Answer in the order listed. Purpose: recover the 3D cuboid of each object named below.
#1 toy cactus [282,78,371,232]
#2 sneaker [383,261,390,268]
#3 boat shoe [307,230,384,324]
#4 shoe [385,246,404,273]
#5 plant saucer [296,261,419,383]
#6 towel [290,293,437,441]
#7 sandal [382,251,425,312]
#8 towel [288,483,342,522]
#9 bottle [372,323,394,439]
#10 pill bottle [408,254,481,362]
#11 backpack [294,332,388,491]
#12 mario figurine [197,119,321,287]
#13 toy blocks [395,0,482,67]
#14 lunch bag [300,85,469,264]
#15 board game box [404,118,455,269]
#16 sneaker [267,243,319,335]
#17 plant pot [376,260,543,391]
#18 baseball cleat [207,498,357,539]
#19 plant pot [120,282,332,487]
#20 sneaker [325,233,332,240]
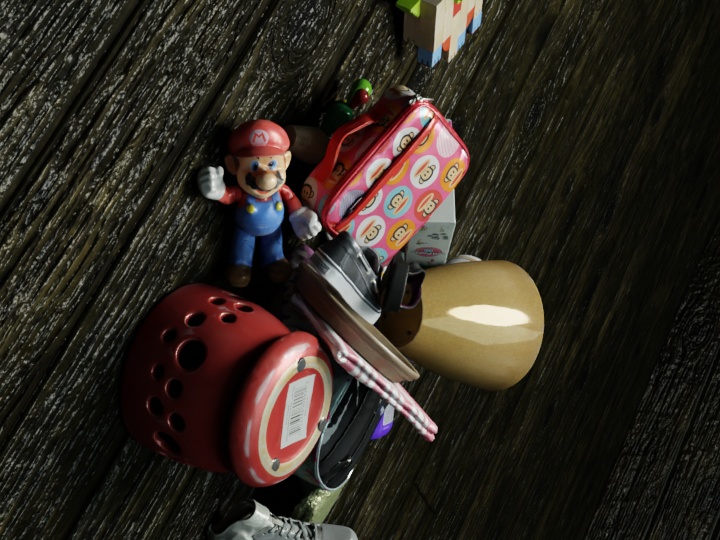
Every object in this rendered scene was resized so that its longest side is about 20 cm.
[{"bbox_3d":[-0.034,-0.145,1.410,0.164,0.102,0.203,9,108,-51],"label":"toy cactus"},{"bbox_3d":[0.000,0.000,1.573,0.090,0.074,0.202,-54,-169,54],"label":"sneaker"},{"bbox_3d":[-0.003,0.004,1.334,0.068,0.072,0.200,-45,154,-2],"label":"boat shoe"},{"bbox_3d":[0.086,-0.047,1.703,0.200,0.053,0.071,-41,139,-44],"label":"shoe"},{"bbox_3d":[-0.008,0.067,1.352,0.030,0.200,0.200,-46,150,2],"label":"plant saucer"},{"bbox_3d":[0.002,0.118,1.335,0.030,0.146,0.200,-46,125,0],"label":"towel"},{"bbox_3d":[0.056,0.022,1.398,0.200,0.047,0.077,-79,-178,-84],"label":"sandal"},{"bbox_3d":[-0.072,0.345,1.601,0.148,0.036,0.201,-46,167,-48],"label":"towel"},{"bbox_3d":[0.017,0.145,1.659,0.065,0.083,0.204,-17,120,-45],"label":"bottle"},{"bbox_3d":[0.130,0.064,1.776,0.199,0.118,0.122,-33,134,-49],"label":"pill bottle"},{"bbox_3d":[-0.045,0.183,1.497,0.178,0.148,0.203,62,47,-61],"label":"backpack"},{"bbox_3d":[-0.115,-0.072,1.278,0.123,0.105,0.203,-34,135,-46],"label":"mario figurine"},{"bbox_3d":[0.117,-0.358,1.559,0.201,0.099,0.138,-51,156,-35],"label":"toy blocks"},{"bbox_3d":[0.025,-0.121,1.358,0.200,0.082,0.176,-48,137,-1],"label":"lunch bag"},{"bbox_3d":[0.092,-0.100,1.553,0.200,0.063,0.150,93,-3,-72],"label":"board game box"},{"bbox_3d":[-0.097,0.063,1.423,0.080,0.087,0.204,33,54,-44],"label":"sneaker"},{"bbox_3d":[0.123,0.070,1.558,0.198,0.185,0.190,7,101,-42],"label":"plant pot"},{"bbox_3d":[-0.102,0.349,1.470,0.070,0.196,0.108,-106,-171,-59],"label":"baseball cleat"},{"bbox_3d":[-0.144,0.135,1.267,0.200,0.180,0.204,-34,133,-46],"label":"plant pot"},{"bbox_3d":[0.029,-0.115,1.524,0.203,0.090,0.078,-67,152,-9],"label":"sneaker"}]
